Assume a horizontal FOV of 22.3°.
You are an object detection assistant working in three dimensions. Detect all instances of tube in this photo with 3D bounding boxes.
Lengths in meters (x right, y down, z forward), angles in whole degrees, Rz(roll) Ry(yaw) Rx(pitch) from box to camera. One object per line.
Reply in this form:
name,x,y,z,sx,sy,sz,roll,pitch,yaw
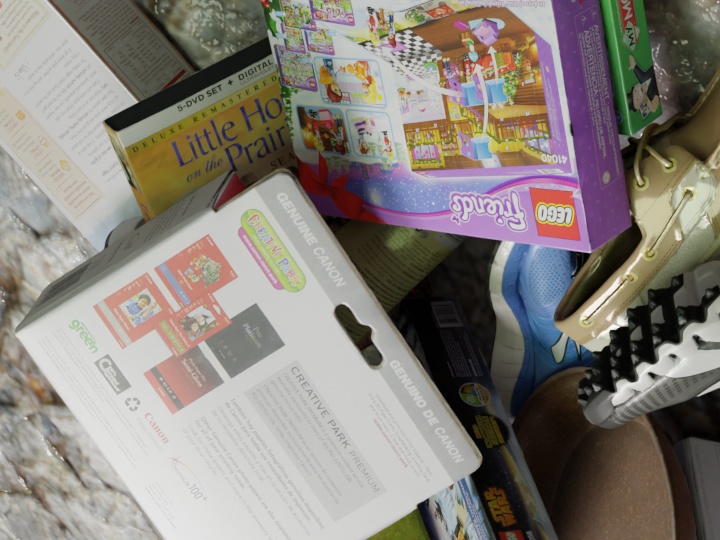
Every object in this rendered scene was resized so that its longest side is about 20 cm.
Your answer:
tube,0.000,0.000,1.045,0.200,0.052,0.058,-43,82,15

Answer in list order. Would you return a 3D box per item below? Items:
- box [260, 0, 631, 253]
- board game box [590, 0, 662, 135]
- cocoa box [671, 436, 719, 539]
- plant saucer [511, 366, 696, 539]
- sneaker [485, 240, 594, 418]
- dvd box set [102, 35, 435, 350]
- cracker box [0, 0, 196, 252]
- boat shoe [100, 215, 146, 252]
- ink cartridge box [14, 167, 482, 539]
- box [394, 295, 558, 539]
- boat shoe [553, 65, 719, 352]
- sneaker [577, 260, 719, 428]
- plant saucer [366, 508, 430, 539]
box,0.039,-0.089,0.933,0.200,0.039,0.137,10,120,43
board game box,0.055,-0.145,0.936,0.200,0.029,0.135,12,127,42
cocoa box,0.192,0.202,1.059,0.131,0.134,0.200,12,146,-26
plant saucer,0.129,0.154,0.999,0.037,0.201,0.201,6,145,-24
sneaker,0.123,0.014,1.035,0.089,0.079,0.200,13,140,17
dvd box set,-0.047,-0.031,1.064,0.029,0.146,0.201,37,152,57
cracker box,-0.172,-0.108,1.146,0.200,0.058,0.134,49,138,-9
boat shoe,-0.138,0.014,1.133,0.086,0.202,0.075,-14,82,10
ink cartridge box,-0.054,0.057,0.995,0.175,0.084,0.200,-30,103,13
box,0.054,0.132,1.060,0.040,0.200,0.137,-3,133,-17
boat shoe,0.158,-0.036,0.922,0.066,0.074,0.201,19,115,-6
sneaker,0.197,0.028,0.875,0.200,0.067,0.091,-40,104,21
plant saucer,-0.017,0.185,1.119,0.200,0.048,0.200,108,149,-46
